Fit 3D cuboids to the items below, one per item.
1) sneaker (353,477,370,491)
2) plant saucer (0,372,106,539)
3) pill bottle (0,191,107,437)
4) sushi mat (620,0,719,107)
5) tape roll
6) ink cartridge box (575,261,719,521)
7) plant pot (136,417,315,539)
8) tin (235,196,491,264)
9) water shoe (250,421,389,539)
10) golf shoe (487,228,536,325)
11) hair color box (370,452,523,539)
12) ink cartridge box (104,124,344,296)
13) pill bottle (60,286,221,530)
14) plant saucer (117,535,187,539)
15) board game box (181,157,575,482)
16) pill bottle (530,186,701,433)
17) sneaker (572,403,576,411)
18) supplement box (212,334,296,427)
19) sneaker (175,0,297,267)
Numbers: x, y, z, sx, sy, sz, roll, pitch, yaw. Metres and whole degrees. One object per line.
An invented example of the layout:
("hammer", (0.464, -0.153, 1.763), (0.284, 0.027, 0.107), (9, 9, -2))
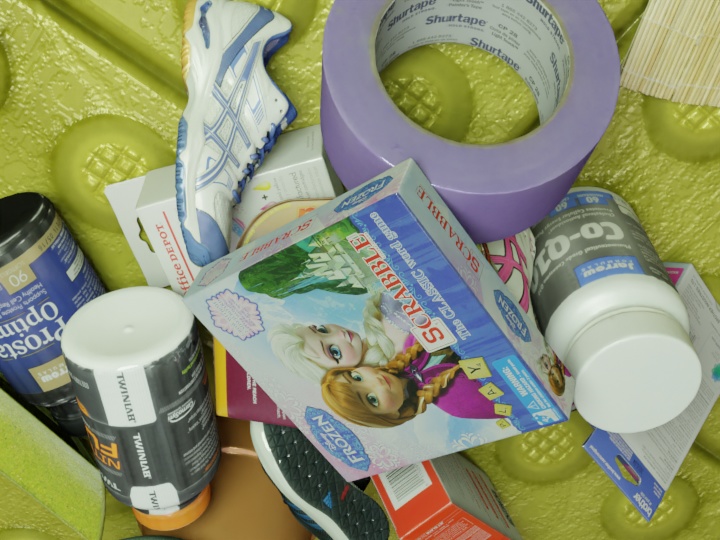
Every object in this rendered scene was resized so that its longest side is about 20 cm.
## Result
("sneaker", (0.037, 0.150, 0.903), (0.089, 0.070, 0.202), (14, 120, -7))
("plant saucer", (-0.309, 0.140, 0.835), (0.048, 0.199, 0.200), (-48, 114, -14))
("pill bottle", (-0.269, 0.043, 0.799), (0.111, 0.112, 0.201), (-18, 122, 10))
("sushi mat", (0.274, -0.222, 0.705), (0.095, 0.012, 0.202), (10, 123, -10))
("tape roll", (0.071, -0.126, 0.643), (0.197, 0.202, 0.085), (1, 158, -3))
("ink cartridge box", (0.265, 0.106, 0.832), (0.119, 0.042, 0.201), (47, 67, -27))
("plant pot", (-0.135, 0.268, 0.934), (0.197, 0.141, 0.202), (-1, 122, -1))
("tin", (0.000, 0.000, 0.698), (0.198, 0.042, 0.113), (0, 95, 19))
("water shoe", (-0.054, 0.202, 0.868), (0.078, 0.072, 0.201), (-14, 118, 44))
("golf shoe", (0.111, -0.006, 0.738), (0.091, 0.202, 0.073), (-8, 158, -24))
("hair color box", (0.083, 0.222, 0.890), (0.061, 0.102, 0.200), (-37, 140, 9))
("ink cartridge box", (-0.109, -0.034, 0.780), (0.198, 0.068, 0.116), (-15, 122, 7))
("pill bottle", (-0.172, 0.122, 0.769), (0.105, 0.107, 0.202), (-4, 124, 1))
("plant saucer", (-0.185, 0.306, 0.852), (0.197, 0.036, 0.202), (0, 123, 0))
("board game box", (0.011, 0.048, 0.638), (0.198, 0.041, 0.200), (-25, 115, 35))
("pill bottle", (0.196, 0.027, 0.751), (0.112, 0.201, 0.115), (-1, 124, -2))
("sneaker", (0.177, 0.106, 0.889), (0.197, 0.081, 0.087), (-6, 155, -7))
("supplement box", (-0.012, 0.078, 0.787), (0.198, 0.110, 0.087), (5, 105, 18))
("sneaker", (-0.090, -0.102, 0.688), (0.087, 0.075, 0.203), (3, 89, -8))
